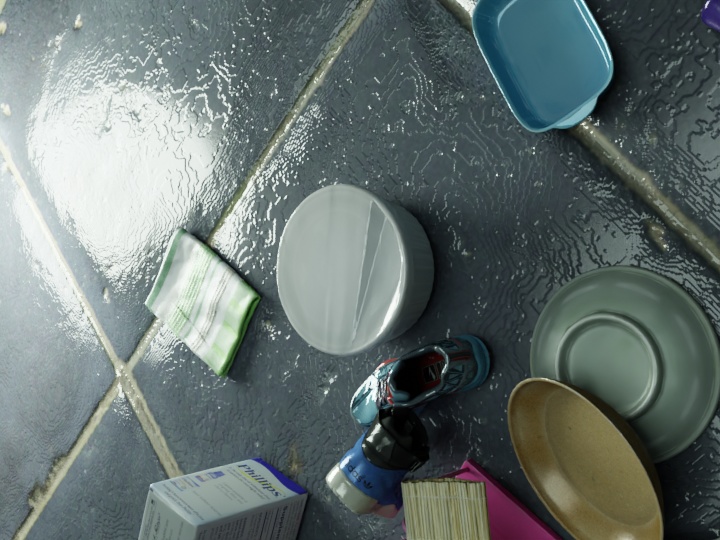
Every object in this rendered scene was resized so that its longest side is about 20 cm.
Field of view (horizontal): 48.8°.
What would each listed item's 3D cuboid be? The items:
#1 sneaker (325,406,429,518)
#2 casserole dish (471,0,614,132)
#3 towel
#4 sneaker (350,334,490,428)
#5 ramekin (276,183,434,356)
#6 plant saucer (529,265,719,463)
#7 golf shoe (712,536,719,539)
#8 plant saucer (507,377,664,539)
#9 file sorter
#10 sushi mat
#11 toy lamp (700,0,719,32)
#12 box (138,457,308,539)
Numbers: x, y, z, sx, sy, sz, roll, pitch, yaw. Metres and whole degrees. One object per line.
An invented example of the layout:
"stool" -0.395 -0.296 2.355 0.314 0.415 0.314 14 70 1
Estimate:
"sneaker" 0.038 0.212 0.892 0.111 0.200 0.077 -47 66 0
"casserole dish" 0.197 -0.240 0.847 0.121 0.039 0.202 -34 70 32
"towel" -0.243 0.046 1.194 0.199 0.030 0.151 37 112 32
"sneaker" 0.049 0.127 0.921 0.199 0.095 0.080 -35 66 32
"ramekin" 0.000 0.000 0.963 0.200 0.094 0.206 -1 88 38
"plant saucer" 0.252 0.096 0.792 0.198 0.050 0.204 -1 89 37
"golf shoe" 0.355 0.255 0.710 0.198 0.078 0.099 -4 62 38
"plant saucer" 0.224 0.189 0.774 0.200 0.035 0.202 46 150 36
"file sorter" 0.096 0.339 0.863 0.139 0.125 0.202 37 111 32
"sushi mat" 0.090 0.308 0.780 0.095 0.012 0.203 -12 79 35
"toy lamp" 0.309 -0.292 0.748 0.058 0.058 0.201 -46 64 28
"box" -0.187 0.366 1.037 0.104 0.199 0.187 23 103 37
